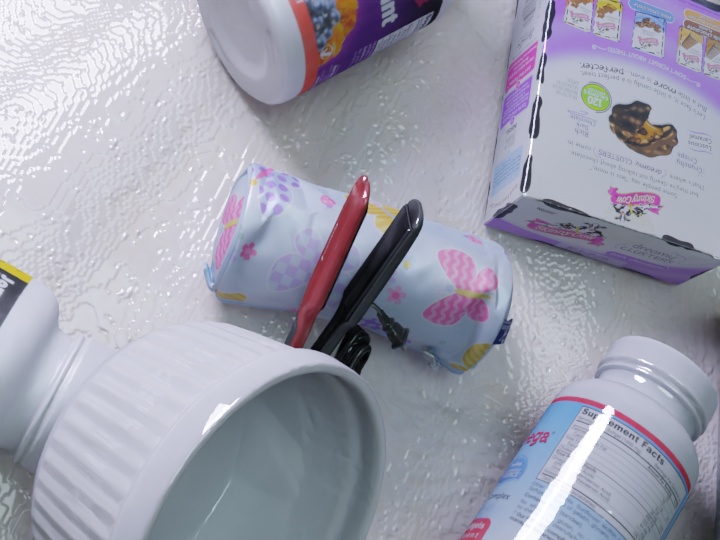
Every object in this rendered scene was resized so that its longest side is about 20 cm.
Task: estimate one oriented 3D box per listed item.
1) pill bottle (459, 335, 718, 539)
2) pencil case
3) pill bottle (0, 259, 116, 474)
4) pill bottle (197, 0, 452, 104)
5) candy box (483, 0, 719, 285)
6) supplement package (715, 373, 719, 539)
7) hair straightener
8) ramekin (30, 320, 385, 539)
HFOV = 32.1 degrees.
[{"bbox_3d":[0.150,0.144,0.811,0.108,0.109,0.201,41,66,-5],"label":"pill bottle"},{"bbox_3d":[0.000,0.000,0.811,0.197,0.083,0.092,18,114,-15],"label":"pencil case"},{"bbox_3d":[-0.238,0.037,0.700,0.198,0.111,0.112,30,68,-10],"label":"pill bottle"},{"bbox_3d":[-0.003,-0.204,0.848,0.199,0.111,0.112,-32,88,-24],"label":"pill bottle"},{"bbox_3d":[0.189,-0.111,0.914,0.165,0.071,0.203,16,70,-15],"label":"candy box"},{"bbox_3d":[0.309,0.114,0.853,0.115,0.117,0.203,5,73,8],"label":"supplement package"},{"bbox_3d":[-0.007,0.044,0.761,0.076,0.041,0.202,20,111,-15],"label":"hair straightener"},{"bbox_3d":[-0.086,0.124,0.689,0.104,0.202,0.200,25,61,34],"label":"ramekin"}]
